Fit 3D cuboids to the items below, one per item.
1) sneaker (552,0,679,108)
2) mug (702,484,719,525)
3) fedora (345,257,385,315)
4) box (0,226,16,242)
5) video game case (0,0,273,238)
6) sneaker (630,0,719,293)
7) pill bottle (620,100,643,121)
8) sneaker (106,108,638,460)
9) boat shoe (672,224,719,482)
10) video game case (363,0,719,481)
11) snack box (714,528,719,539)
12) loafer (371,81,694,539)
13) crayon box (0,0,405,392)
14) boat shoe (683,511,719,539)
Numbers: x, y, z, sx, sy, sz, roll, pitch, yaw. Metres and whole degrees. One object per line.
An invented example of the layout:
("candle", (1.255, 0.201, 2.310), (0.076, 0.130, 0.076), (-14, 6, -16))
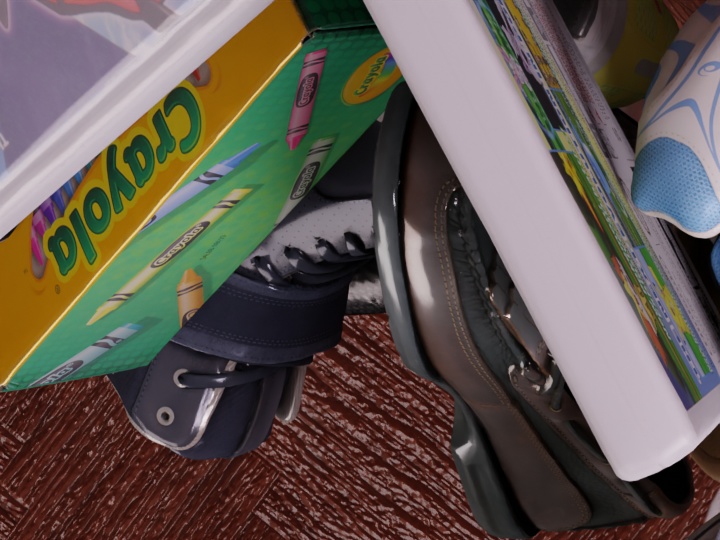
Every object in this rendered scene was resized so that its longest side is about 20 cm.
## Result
("sneaker", (0.017, -0.101, 0.889), (0.090, 0.078, 0.200), (17, -159, -50))
("mug", (0.201, 0.059, 1.091), (0.133, 0.178, 0.200), (-1, -166, 15))
("fedora", (-0.001, -0.082, 1.011), (0.200, 0.201, 0.092), (37, -146, 15))
("box", (-0.108, -0.107, 0.802), (0.040, 0.200, 0.137), (-30, -102, -44))
("video game case", (-0.117, -0.106, 0.766), (0.023, 0.200, 0.183), (-29, -95, -44))
("sneaker", (0.128, -0.011, 0.771), (0.072, 0.073, 0.200), (37, -176, 39))
("pill bottle", (0.126, -0.015, 1.205), (0.200, 0.111, 0.111), (34, -176, -41))
("sneaker", (0.001, 0.000, 0.924), (0.202, 0.147, 0.077), (21, -164, 35))
("boat shoe", (0.134, 0.004, 0.872), (0.072, 0.072, 0.200), (22, -155, -8))
("video game case", (0.032, -0.050, 0.703), (0.201, 0.022, 0.182), (63, -169, 4))
("snack box", (0.169, 0.112, 0.676), (0.199, 0.169, 0.068), (22, 175, 30))
("loafer", (0.051, 0.013, 0.819), (0.063, 0.072, 0.200), (4, 151, 16))
("crayon box", (-0.062, -0.065, 0.860), (0.058, 0.200, 0.119), (-9, -114, -39))
("boat shoe", (0.162, 0.076, 0.807), (0.070, 0.199, 0.071), (83, 168, -81))
